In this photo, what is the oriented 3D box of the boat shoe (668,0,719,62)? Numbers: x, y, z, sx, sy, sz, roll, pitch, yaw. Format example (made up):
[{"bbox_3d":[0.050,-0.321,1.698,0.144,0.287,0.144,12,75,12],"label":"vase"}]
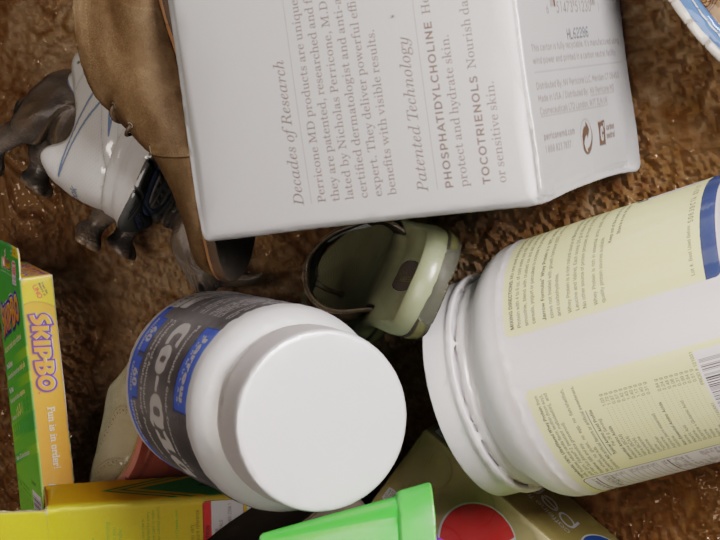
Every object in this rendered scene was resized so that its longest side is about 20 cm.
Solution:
[{"bbox_3d":[0.189,-0.175,1.018,0.072,0.072,0.200,-41,80,24],"label":"boat shoe"}]

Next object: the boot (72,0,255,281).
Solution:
[{"bbox_3d":[-0.108,-0.089,1.091,0.075,0.074,0.201,-9,98,19],"label":"boot"}]

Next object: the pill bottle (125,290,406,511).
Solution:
[{"bbox_3d":[-0.055,0.072,1.078,0.200,0.113,0.114,-174,74,-69],"label":"pill bottle"}]

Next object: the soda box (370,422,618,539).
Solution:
[{"bbox_3d":[0.105,0.174,1.124,0.200,0.064,0.068,42,114,15],"label":"soda box"}]

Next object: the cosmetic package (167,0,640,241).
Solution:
[{"bbox_3d":[0.026,-0.116,1.055,0.199,0.167,0.167,-6,96,28],"label":"cosmetic package"}]

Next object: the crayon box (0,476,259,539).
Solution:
[{"bbox_3d":[-0.125,0.194,1.191,0.199,0.051,0.127,-2,100,-10],"label":"crayon box"}]

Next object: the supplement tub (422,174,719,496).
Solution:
[{"bbox_3d":[0.149,0.039,1.033,0.200,0.145,0.145,-18,91,28],"label":"supplement tub"}]

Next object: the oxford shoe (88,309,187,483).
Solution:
[{"bbox_3d":[-0.138,0.115,1.245,0.200,0.071,0.074,-60,42,26],"label":"oxford shoe"}]

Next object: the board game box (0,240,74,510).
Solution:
[{"bbox_3d":[-0.211,0.080,1.254,0.096,0.030,0.201,-165,66,-69],"label":"board game box"}]

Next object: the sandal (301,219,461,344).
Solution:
[{"bbox_3d":[0.001,-0.001,1.095,0.057,0.201,0.080,17,81,-15],"label":"sandal"}]

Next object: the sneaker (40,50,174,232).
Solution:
[{"bbox_3d":[-0.128,-0.127,1.154,0.087,0.075,0.200,23,84,17],"label":"sneaker"}]

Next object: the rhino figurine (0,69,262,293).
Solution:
[{"bbox_3d":[-0.142,-0.051,1.208,0.200,0.060,0.088,35,101,13],"label":"rhino figurine"}]

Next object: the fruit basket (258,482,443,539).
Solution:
[{"bbox_3d":[0.048,0.215,1.009,0.215,0.156,0.216,0,80,-2],"label":"fruit basket"}]

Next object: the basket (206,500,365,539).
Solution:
[{"bbox_3d":[-0.010,0.232,1.125,0.180,0.136,0.200,-30,97,11],"label":"basket"}]
